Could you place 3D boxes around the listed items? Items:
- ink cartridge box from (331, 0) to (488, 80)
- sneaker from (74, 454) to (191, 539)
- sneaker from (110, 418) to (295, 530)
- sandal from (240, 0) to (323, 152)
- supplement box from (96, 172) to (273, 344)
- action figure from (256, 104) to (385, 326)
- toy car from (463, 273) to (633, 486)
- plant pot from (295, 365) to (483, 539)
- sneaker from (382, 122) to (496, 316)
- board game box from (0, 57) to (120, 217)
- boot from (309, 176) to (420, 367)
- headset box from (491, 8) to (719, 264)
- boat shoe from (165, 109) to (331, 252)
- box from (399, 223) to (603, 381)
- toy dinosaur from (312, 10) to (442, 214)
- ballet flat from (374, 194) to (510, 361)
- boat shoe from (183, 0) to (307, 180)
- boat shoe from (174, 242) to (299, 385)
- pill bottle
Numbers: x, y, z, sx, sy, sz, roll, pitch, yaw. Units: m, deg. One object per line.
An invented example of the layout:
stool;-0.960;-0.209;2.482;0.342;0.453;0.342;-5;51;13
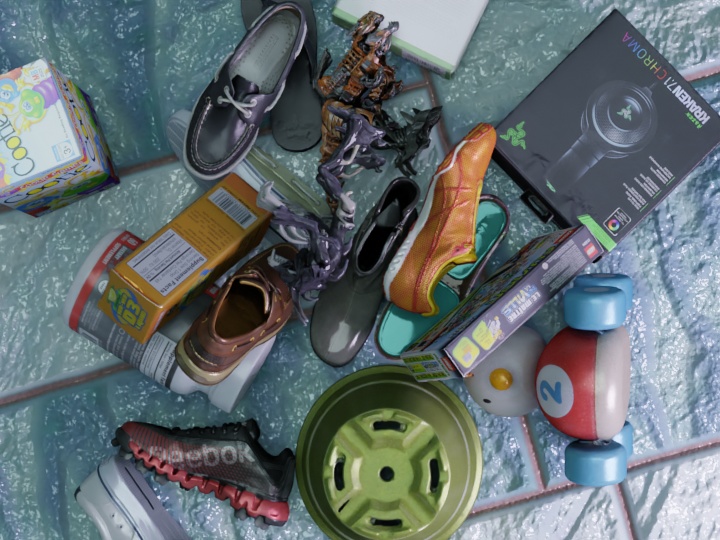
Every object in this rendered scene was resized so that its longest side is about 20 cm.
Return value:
ink cartridge box;0.075;-0.324;1.588;0.144;0.048;0.202;26;87;3
sneaker;-0.221;0.288;1.556;0.071;0.073;0.201;-37;80;15
sneaker;-0.154;0.187;1.552;0.198;0.071;0.099;22;88;1
sandal;-0.076;-0.227;1.589;0.075;0.043;0.203;-15;86;1
supplement box;-0.169;-0.014;1.483;0.069;0.067;0.200;40;47;9
action figure;-0.047;-0.054;1.477;0.101;0.119;0.202;21;80;7
toy car;0.170;0.104;1.508;0.197;0.177;0.187;0;98;14
plant pot;0.025;0.195;1.487;0.197;0.190;0.203;0;87;3
sneaker;0.093;-0.049;1.496;0.076;0.073;0.202;25;93;12
board game box;-0.321;-0.129;1.513;0.102;0.200;0.106;-22;86;1
boot;0.000;0.000;1.528;0.067;0.131;0.202;25;87;4
headset box;0.244;-0.130;1.548;0.200;0.093;0.174;-43;85;0
boat shoe;-0.117;-0.098;1.580;0.200;0.072;0.062;43;54;4
box;0.138;0.033;1.483;0.200;0.110;0.035;-40;98;-21
toy dinosaur;0.008;-0.160;1.566;0.134;0.102;0.202;21;124;8
ballet flat;0.084;0.009;1.555;0.069;0.071;0.201;35;88;-3
boat shoe;-0.114;-0.184;1.525;0.074;0.060;0.201;34;76;-4
boat shoe;-0.104;0.033;1.477;0.072;0.200;0.068;40;133;0
pill bottle;-0.193;0.054;1.540;0.199;0.116;0.117;30;88;3
